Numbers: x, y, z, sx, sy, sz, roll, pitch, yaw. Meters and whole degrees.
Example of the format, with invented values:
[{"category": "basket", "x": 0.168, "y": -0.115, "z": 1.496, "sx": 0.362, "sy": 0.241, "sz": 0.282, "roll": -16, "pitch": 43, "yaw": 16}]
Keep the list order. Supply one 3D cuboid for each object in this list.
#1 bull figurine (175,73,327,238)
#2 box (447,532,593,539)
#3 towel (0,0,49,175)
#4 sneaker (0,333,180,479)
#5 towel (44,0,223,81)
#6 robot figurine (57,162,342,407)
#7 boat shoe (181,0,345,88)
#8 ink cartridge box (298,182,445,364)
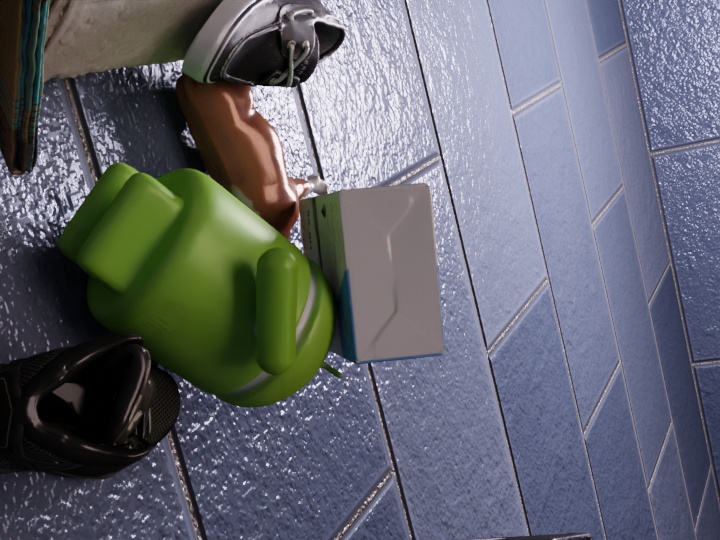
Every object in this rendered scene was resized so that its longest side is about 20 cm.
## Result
[{"category": "bull figurine", "x": -0.084, "y": -0.079, "z": 0.910, "sx": 0.122, "sy": 0.064, "sz": 0.203, "roll": -55, "pitch": 131, "yaw": -59}, {"category": "box", "x": 0.102, "y": 0.336, "z": 1.002, "sx": 0.123, "sy": 0.197, "sz": 0.202, "roll": 19, "pitch": 65, "yaw": -62}, {"category": "towel", "x": -0.180, "y": -0.167, "z": 0.569, "sx": 0.021, "sy": 0.201, "sz": 0.148, "roll": -12, "pitch": 54, "yaw": -29}, {"category": "sneaker", "x": -0.143, "y": 0.082, "z": 0.674, "sx": 0.199, "sy": 0.113, "sz": 0.078, "roll": 17, "pitch": 68, "yaw": -65}, {"category": "towel", "x": -0.138, "y": -0.190, "z": 0.755, "sx": 0.034, "sy": 0.133, "sz": 0.199, "roll": 43, "pitch": 30, "yaw": 13}, {"category": "robot figurine", "x": -0.097, "y": 0.014, "z": 0.759, "sx": 0.199, "sy": 0.175, "sz": 0.116, "roll": 39, "pitch": 81, "yaw": -32}, {"category": "boat shoe", "x": -0.063, "y": -0.167, "z": 0.855, "sx": 0.067, "sy": 0.072, "sz": 0.200, "roll": 37, "pitch": 24, "yaw": 4}, {"category": "ink cartridge box", "x": 0.000, "y": 0.000, "z": 0.853, "sx": 0.200, "sy": 0.066, "sz": 0.118, "roll": -175, "pitch": -101, "yaw": -78}]
